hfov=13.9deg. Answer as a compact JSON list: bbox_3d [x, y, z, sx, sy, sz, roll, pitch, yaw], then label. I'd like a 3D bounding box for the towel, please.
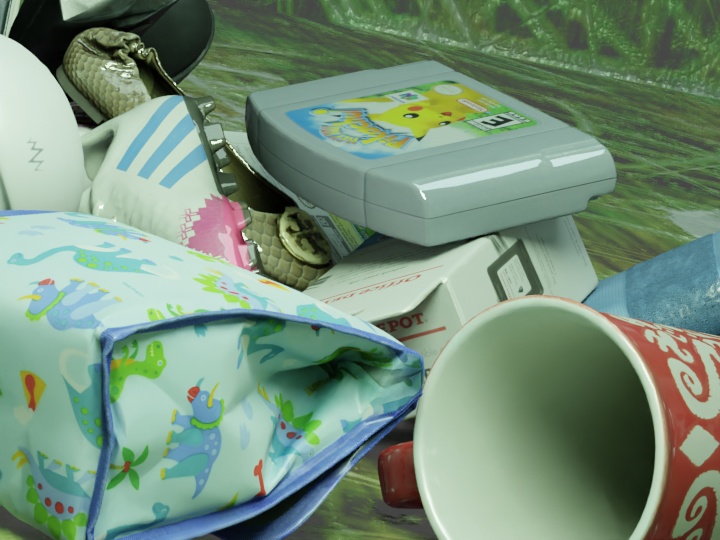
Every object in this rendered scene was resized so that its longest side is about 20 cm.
[{"bbox_3d":[0.128,0.038,1.551,0.200,0.049,0.112,-22,9,11],"label":"towel"}]

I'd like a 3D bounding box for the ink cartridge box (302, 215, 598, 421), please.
[{"bbox_3d":[0.028,0.026,1.507,0.116,0.067,0.200,-16,13,30],"label":"ink cartridge box"}]

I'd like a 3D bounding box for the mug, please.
[{"bbox_3d":[0.120,0.076,1.386,0.177,0.134,0.200,23,11,37],"label":"mug"}]

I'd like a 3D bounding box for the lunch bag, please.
[{"bbox_3d":[-0.096,0.042,1.300,0.170,0.128,0.200,21,23,38],"label":"lunch bag"}]

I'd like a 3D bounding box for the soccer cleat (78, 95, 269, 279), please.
[{"bbox_3d":[-0.097,-0.017,1.491,0.086,0.070,0.200,-17,35,-3],"label":"soccer cleat"}]

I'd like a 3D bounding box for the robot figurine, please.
[{"bbox_3d":[-0.232,-0.041,1.412,0.200,0.150,0.125,-19,61,-12],"label":"robot figurine"}]

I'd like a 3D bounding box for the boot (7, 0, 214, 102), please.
[{"bbox_3d":[-0.132,-0.154,1.729,0.165,0.066,0.200,-28,-8,-25],"label":"boot"}]

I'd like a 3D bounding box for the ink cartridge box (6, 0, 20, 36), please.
[{"bbox_3d":[-0.338,-0.144,1.950,0.200,0.146,0.084,10,9,-18],"label":"ink cartridge box"}]

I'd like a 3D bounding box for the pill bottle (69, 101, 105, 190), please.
[{"bbox_3d":[-0.156,-0.039,1.704,0.112,0.113,0.200,13,10,-2],"label":"pill bottle"}]

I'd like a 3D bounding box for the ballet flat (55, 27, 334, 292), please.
[{"bbox_3d":[-0.084,-0.063,1.600,0.200,0.046,0.067,44,20,16],"label":"ballet flat"}]

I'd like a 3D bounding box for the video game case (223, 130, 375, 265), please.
[{"bbox_3d":[0.000,0.000,1.676,0.182,0.022,0.200,3,45,-46],"label":"video game case"}]

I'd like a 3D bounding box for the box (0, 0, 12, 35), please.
[{"bbox_3d":[-0.267,-0.102,1.661,0.117,0.197,0.200,10,11,-11],"label":"box"}]

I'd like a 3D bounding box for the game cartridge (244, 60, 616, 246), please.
[{"bbox_3d":[0.026,-0.064,1.553,0.133,0.041,0.200,-17,25,-25],"label":"game cartridge"}]
